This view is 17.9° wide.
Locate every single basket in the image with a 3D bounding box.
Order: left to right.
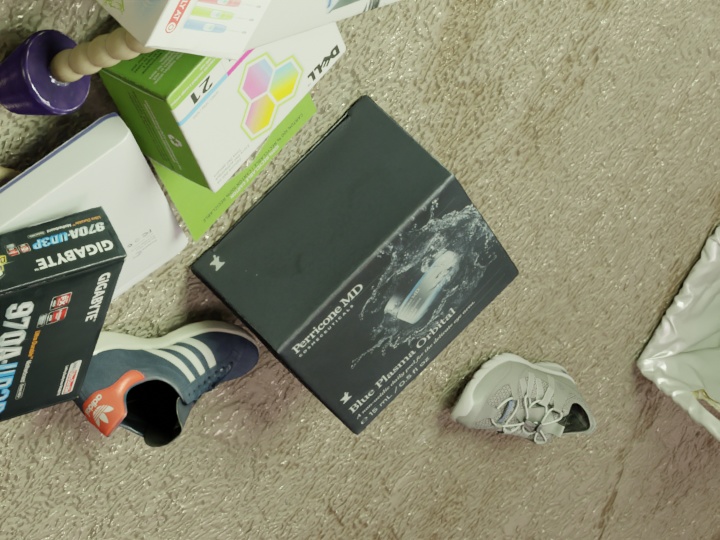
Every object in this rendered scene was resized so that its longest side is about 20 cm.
[{"bbox_3d":[0.441,0.075,2.424,0.160,0.198,0.201,-9,133,-53],"label":"basket"}]

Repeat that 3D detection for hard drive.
[{"bbox_3d":[-0.198,-0.025,1.597,0.132,0.025,0.200,-36,159,-6],"label":"hard drive"}]

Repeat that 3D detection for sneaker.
[{"bbox_3d":[-0.145,0.094,1.784,0.199,0.085,0.075,-6,143,-47],"label":"sneaker"},{"bbox_3d":[0.167,0.131,2.245,0.200,0.082,0.075,-3,129,-51],"label":"sneaker"}]

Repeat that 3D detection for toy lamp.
[{"bbox_3d":[-0.156,-0.138,1.425,0.199,0.059,0.058,-17,175,43],"label":"toy lamp"}]

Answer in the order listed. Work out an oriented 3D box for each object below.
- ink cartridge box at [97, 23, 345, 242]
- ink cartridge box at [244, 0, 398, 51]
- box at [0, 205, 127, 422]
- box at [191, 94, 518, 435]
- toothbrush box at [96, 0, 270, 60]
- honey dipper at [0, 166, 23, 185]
[{"bbox_3d":[-0.079,-0.117,1.582,0.148,0.076,0.200,-49,143,-19],"label":"ink cartridge box"},{"bbox_3d":[-0.037,-0.236,1.471,0.199,0.146,0.086,-23,145,-34],"label":"ink cartridge box"},{"bbox_3d":[-0.255,0.045,1.560,0.158,0.046,0.200,-17,155,-27],"label":"box"},{"bbox_3d":[0.000,0.000,1.838,0.197,0.117,0.200,-45,149,-3],"label":"box"},{"bbox_3d":[-0.121,-0.237,1.308,0.086,0.200,0.146,1,127,-53],"label":"toothbrush box"},{"bbox_3d":[-0.238,-0.061,1.536,0.038,0.038,0.200,-53,152,11],"label":"honey dipper"}]
